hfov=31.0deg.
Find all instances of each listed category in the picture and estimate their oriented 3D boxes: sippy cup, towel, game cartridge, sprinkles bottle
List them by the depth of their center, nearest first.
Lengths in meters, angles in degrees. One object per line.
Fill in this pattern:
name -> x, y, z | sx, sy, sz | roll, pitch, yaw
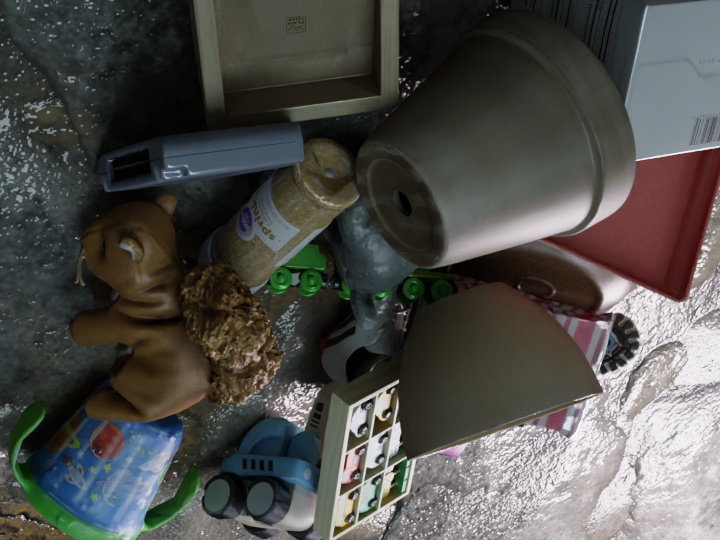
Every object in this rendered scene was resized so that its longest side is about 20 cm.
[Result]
game cartridge -> -0.129, -0.093, 1.068 | 0.133, 0.200, 0.041 | -6, 93, -26
sprinkles bottle -> -0.074, -0.043, 1.157 | 0.068, 0.068, 0.200 | 5, 153, -32
sippy cup -> -0.247, 0.184, 1.287 | 0.130, 0.140, 0.178 | -54, 159, 8
towel -> 0.149, 0.091, 1.354 | 0.199, 0.030, 0.147 | 15, 116, 6

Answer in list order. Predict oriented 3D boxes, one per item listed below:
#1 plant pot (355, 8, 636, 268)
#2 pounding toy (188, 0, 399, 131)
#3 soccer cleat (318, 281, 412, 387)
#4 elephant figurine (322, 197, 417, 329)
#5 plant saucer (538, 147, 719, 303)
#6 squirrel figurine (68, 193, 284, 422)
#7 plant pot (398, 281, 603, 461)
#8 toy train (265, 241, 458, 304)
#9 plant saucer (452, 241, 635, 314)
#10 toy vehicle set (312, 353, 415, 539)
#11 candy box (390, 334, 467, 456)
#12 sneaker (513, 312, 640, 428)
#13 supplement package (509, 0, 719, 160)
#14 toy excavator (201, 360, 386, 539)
plant pot -> 0.096, -0.093, 1.079 | 0.173, 0.200, 0.200 | -30, 139, -25
pounding toy -> -0.046, -0.241, 1.026 | 0.184, 0.142, 0.200 | -9, 134, -8
soccer cleat -> 0.025, 0.043, 1.335 | 0.069, 0.085, 0.200 | 14, 121, -37
elephant figurine -> 0.066, -0.067, 1.219 | 0.200, 0.142, 0.155 | -15, 132, -14
plant saucer -> 0.245, -0.090, 1.254 | 0.199, 0.200, 0.037 | 23, 160, -7
squirrel figurine -> -0.162, 0.028, 1.158 | 0.200, 0.142, 0.187 | 6, 118, 22
plant pot -> 0.119, 0.089, 1.259 | 0.200, 0.135, 0.200 | -18, 169, -4
toy train -> 0.000, 0.000, 1.272 | 0.199, 0.057, 0.042 | 4, 170, -11
plant saucer -> 0.182, 0.004, 1.337 | 0.200, 0.037, 0.201 | 13, 151, 7
toy vehicle set -> 0.013, 0.184, 1.357 | 0.124, 0.026, 0.200 | -26, 138, -37
candy box -> 0.103, 0.116, 1.462 | 0.136, 0.061, 0.200 | 12, 120, -38
sneaker -> 0.220, 0.114, 1.429 | 0.200, 0.079, 0.090 | -27, 170, 13
supplement package -> 0.260, -0.213, 1.147 | 0.191, 0.200, 0.147 | -9, 126, -22
toy excavator -> -0.060, 0.189, 1.416 | 0.194, 0.200, 0.100 | -3, 155, 37
